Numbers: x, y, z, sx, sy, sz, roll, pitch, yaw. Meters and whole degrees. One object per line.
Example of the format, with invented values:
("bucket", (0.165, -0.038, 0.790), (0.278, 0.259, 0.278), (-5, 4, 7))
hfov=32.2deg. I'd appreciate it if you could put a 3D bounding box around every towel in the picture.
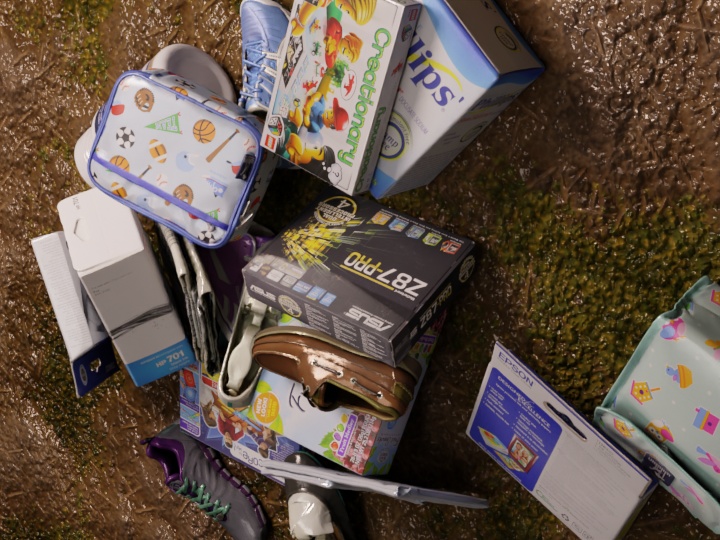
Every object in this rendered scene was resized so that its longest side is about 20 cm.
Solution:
("towel", (-0.213, 0.004, 1.471), (0.193, 0.034, 0.200), (95, 153, -55))

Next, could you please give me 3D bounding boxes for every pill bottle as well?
("pill bottle", (-0.249, -0.172, 1.486), (0.200, 0.116, 0.116), (-32, 84, 37))

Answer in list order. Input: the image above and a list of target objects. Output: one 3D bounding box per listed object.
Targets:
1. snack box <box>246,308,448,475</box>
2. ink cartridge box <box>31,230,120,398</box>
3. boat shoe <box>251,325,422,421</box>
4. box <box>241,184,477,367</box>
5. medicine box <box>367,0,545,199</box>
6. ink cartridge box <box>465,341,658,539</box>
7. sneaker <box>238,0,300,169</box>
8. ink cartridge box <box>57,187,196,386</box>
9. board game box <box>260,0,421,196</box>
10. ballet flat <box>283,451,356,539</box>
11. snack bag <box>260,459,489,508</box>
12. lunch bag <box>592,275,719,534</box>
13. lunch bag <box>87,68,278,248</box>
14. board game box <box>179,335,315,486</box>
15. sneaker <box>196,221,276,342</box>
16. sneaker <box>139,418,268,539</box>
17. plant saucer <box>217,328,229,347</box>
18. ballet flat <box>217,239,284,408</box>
("snack box", (-0.017, 0.103, 1.388), (0.168, 0.068, 0.201), (23, 93, 30))
("ink cartridge box", (-0.341, 0.044, 1.575), (0.040, 0.200, 0.201), (-15, 95, 4))
("boat shoe", (-0.037, 0.109, 1.307), (0.199, 0.068, 0.072), (7, 151, 30))
("box", (0.000, 0.000, 1.326), (0.199, 0.161, 0.049), (25, 146, 29))
("medicine box", (0.050, -0.207, 1.265), (0.182, 0.103, 0.200), (54, 128, 11))
("ink cartridge box", (0.202, 0.174, 1.249), (0.198, 0.047, 0.200), (43, 151, 20))
("sneaker", (-0.098, -0.209, 1.389), (0.075, 0.077, 0.201), (-13, 94, 39))
("ink cartridge box", (-0.278, 0.015, 1.491), (0.147, 0.086, 0.200), (-118, 9, -45))
("board game box", (-0.023, -0.191, 1.235), (0.126, 0.035, 0.201), (30, 119, 26))
("ballet flat", (-0.042, 0.311, 1.476), (0.068, 0.068, 0.201), (-17, 109, 30))
("snack bag", (0.020, 0.239, 1.369), (0.199, 0.188, 0.022), (4, 79, 39))
("lunch bag", (0.318, 0.137, 1.160), (0.170, 0.122, 0.200), (41, 132, 17))
("lunch bag", (-0.191, -0.118, 1.355), (0.199, 0.076, 0.161), (29, 107, 10))
("board game box", (-0.142, 0.175, 1.539), (0.199, 0.034, 0.136), (22, 123, 30))
("sneaker", (-0.122, 0.021, 1.474), (0.201, 0.073, 0.114), (52, 123, 17))
("sneaker", (-0.205, 0.287, 1.604), (0.200, 0.087, 0.074), (50, 126, 14))
("plant saucer", (-0.097, 0.130, 1.524), (0.200, 0.019, 0.070), (30, 120, 27))
("ballet flat", (-0.116, 0.062, 1.415), (0.069, 0.069, 0.201), (17, 88, 31))
